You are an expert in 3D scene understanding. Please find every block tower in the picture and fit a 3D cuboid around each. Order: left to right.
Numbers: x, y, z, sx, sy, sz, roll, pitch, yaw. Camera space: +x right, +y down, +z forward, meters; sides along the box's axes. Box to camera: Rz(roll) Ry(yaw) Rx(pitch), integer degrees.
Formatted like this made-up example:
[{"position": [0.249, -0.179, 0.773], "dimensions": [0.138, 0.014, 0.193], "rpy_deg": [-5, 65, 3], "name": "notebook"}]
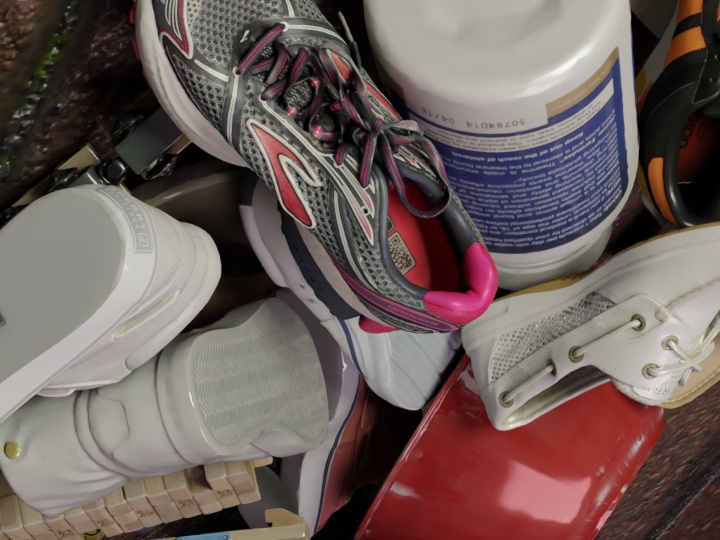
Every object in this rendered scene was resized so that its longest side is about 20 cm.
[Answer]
[{"position": [-0.144, 0.102, 1.023], "dimensions": [0.200, 0.054, 0.058], "rpy_deg": [-15, 157, 0], "name": "block tower"}]

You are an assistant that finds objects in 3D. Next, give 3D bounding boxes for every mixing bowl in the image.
[{"position": [0.095, 0.092, 1.133], "dimensions": [0.200, 0.108, 0.200], "rpy_deg": [-56, 172, -12], "name": "mixing bowl"}]

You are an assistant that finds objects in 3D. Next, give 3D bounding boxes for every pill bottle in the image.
[{"position": [0.068, -0.072, 0.939], "dimensions": [0.111, 0.111, 0.200], "rpy_deg": [-27, 151, -5], "name": "pill bottle"}]

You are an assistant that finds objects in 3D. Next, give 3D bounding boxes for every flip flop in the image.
[{"position": [-0.072, 0.017, 1.000], "dimensions": [0.081, 0.058, 0.200], "rpy_deg": [-22, 145, -16], "name": "flip flop"}]

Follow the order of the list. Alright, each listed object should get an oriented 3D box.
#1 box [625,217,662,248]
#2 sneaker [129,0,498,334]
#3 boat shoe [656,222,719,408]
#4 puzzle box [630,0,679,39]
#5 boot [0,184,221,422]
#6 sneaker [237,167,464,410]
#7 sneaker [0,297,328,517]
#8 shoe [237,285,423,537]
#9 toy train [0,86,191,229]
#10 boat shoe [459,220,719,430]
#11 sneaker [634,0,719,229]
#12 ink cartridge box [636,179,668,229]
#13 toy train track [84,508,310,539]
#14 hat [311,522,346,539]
[{"position": [0.260, -0.030, 1.186], "dimensions": [0.136, 0.038, 0.200], "rpy_deg": [29, 123, -18], "name": "box"}, {"position": [-0.012, -0.058, 0.841], "dimensions": [0.081, 0.075, 0.200], "rpy_deg": [-48, 114, -20], "name": "sneaker"}, {"position": [0.185, -0.005, 1.012], "dimensions": [0.200, 0.074, 0.069], "rpy_deg": [-59, -178, 29], "name": "boat shoe"}, {"position": [0.230, -0.170, 1.023], "dimensions": [0.200, 0.025, 0.133], "rpy_deg": [-38, 151, 13], "name": "puzzle box"}, {"position": [-0.143, 0.041, 0.810], "dimensions": [0.200, 0.074, 0.096], "rpy_deg": [-31, 161, 15], "name": "boot"}, {"position": [0.000, 0.000, 0.991], "dimensions": [0.073, 0.071, 0.200], "rpy_deg": [-51, 150, -14], "name": "sneaker"}, {"position": [-0.090, 0.061, 0.930], "dimensions": [0.115, 0.074, 0.200], "rpy_deg": [-16, 174, 16], "name": "sneaker"}, {"position": [-0.012, 0.063, 1.130], "dimensions": [0.091, 0.071, 0.200], "rpy_deg": [-32, 149, -35], "name": "shoe"}, {"position": [-0.125, -0.029, 0.897], "dimensions": [0.200, 0.034, 0.046], "rpy_deg": [-38, -168, 16], "name": "toy train"}, {"position": [0.133, 0.028, 0.966], "dimensions": [0.071, 0.069, 0.200], "rpy_deg": [4, 159, -44], "name": "boat shoe"}, {"position": [0.174, -0.109, 0.945], "dimensions": [0.070, 0.090, 0.200], "rpy_deg": [7, 120, -14], "name": "sneaker"}, {"position": [0.261, -0.055, 1.056], "dimensions": [0.084, 0.146, 0.200], "rpy_deg": [-13, 154, -52], "name": "ink cartridge box"}, {"position": [-0.128, 0.141, 1.130], "dimensions": [0.199, 0.033, 0.115], "rpy_deg": [-6, 159, 5], "name": "toy train track"}, {"position": [-0.047, 0.201, 1.299], "dimensions": [0.200, 0.081, 0.201], "rpy_deg": [-26, 160, -11], "name": "hat"}]
